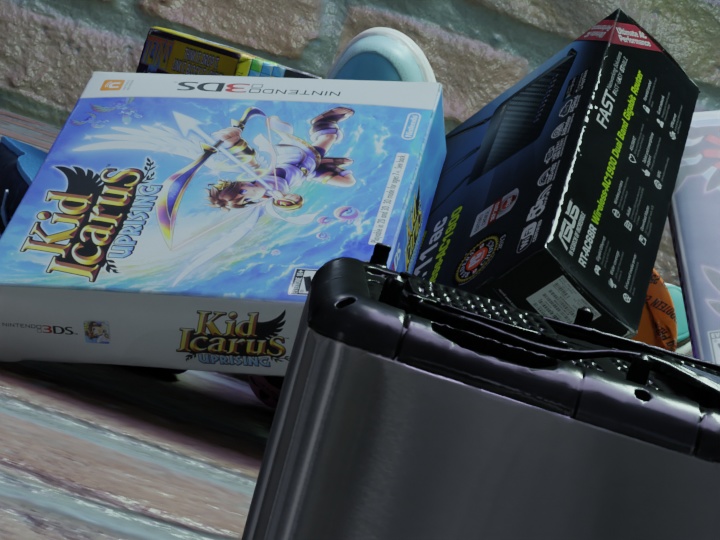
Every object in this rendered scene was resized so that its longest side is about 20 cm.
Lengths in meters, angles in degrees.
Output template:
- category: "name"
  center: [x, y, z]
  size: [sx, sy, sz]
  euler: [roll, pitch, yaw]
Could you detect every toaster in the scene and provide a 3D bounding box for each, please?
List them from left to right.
- category: "toaster"
  center: [0.059, 0.074, 0.689]
  size: [0.180, 0.119, 0.200]
  euler: [16, 3, -2]

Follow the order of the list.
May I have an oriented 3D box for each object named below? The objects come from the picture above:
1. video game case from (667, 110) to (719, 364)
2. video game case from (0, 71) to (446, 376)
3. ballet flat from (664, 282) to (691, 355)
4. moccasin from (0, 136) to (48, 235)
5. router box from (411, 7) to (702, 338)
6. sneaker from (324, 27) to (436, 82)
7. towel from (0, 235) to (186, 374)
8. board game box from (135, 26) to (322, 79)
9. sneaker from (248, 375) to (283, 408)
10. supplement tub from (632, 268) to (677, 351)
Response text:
- category: "video game case"
  center: [0.249, -0.010, 1.132]
  size: [0.198, 0.183, 0.023]
  euler: [-5, -39, 1]
- category: "video game case"
  center: [-0.063, -0.026, 1.108]
  size: [0.180, 0.046, 0.200]
  euler: [2, 33, 10]
- category: "ballet flat"
  center: [0.111, 0.054, 1.450]
  size: [0.199, 0.070, 0.069]
  euler: [-11, 12, -15]
- category: "moccasin"
  center: [-0.189, -0.029, 1.436]
  size: [0.080, 0.069, 0.200]
  euler: [24, 3, -15]
- category: "router box"
  center: [0.073, -0.016, 1.124]
  size: [0.062, 0.150, 0.200]
  euler: [42, 38, -16]
- category: "sneaker"
  center: [-0.014, -0.029, 1.296]
  size: [0.079, 0.201, 0.131]
  euler: [15, 15, 11]
- category: "towel"
  center: [-0.180, -0.003, 1.223]
  size: [0.199, 0.050, 0.148]
  euler: [17, 5, -11]
- category: "board game box"
  center: [-0.099, -0.053, 1.428]
  size: [0.056, 0.166, 0.200]
  euler: [15, 5, -22]
- category: "sneaker"
  center: [0.000, 0.000, 1.232]
  size: [0.070, 0.082, 0.200]
  euler: [43, 38, 4]
- category: "supplement tub"
  center: [0.092, 0.029, 1.303]
  size: [0.122, 0.123, 0.200]
  euler: [16, -2, -14]
